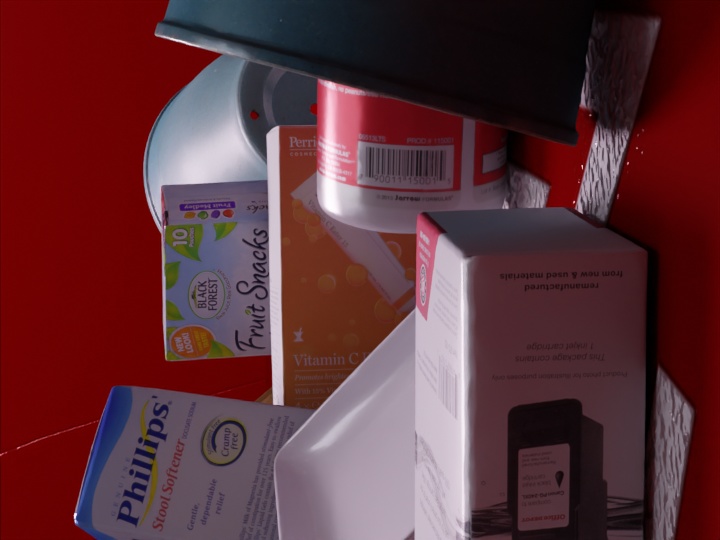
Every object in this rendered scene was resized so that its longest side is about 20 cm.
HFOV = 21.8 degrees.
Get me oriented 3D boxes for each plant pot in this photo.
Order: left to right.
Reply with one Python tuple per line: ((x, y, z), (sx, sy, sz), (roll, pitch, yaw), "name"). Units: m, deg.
((-0.058, -0.102, 1.517), (0.188, 0.198, 0.202), (142, 128, -65), "plant pot")
((0.026, -0.172, 0.842), (0.200, 0.198, 0.190), (-135, 60, -81), "plant pot")

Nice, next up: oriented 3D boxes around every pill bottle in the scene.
((0.031, -0.131, 1.062), (0.112, 0.111, 0.202), (-113, 23, -72), "pill bottle")

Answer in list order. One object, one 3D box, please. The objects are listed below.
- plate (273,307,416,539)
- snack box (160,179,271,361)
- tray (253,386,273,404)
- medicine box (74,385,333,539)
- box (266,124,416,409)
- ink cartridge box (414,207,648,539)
((0.027, 0.105, 1.085), (0.200, 0.032, 0.200), (-46, 23, 17), "plate")
((-0.052, -0.002, 1.423), (0.053, 0.197, 0.143), (-102, 13, -47), "snack box")
((-0.043, 0.116, 1.496), (0.037, 0.200, 0.099), (35, 145, 23), "tray")
((-0.064, 0.167, 1.284), (0.182, 0.198, 0.104), (53, -134, -59), "medicine box")
((0.000, 0.000, 1.305), (0.097, 0.123, 0.203), (-169, 77, -83), "box")
((0.073, 0.081, 0.851), (0.145, 0.082, 0.203), (-127, 36, -78), "ink cartridge box")
